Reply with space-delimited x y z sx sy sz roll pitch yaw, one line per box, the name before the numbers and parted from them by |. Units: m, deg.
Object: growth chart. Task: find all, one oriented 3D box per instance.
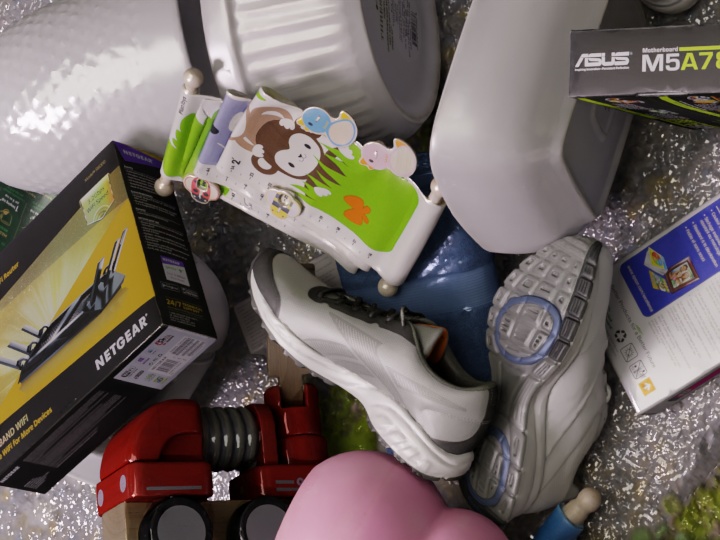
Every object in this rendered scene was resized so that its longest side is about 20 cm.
growth chart | -0.040 -0.060 1.345 0.199 0.018 0.145 26 142 9

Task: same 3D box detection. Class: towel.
towel | 0.046 0.022 1.405 0.111 0.048 0.202 -7 102 25

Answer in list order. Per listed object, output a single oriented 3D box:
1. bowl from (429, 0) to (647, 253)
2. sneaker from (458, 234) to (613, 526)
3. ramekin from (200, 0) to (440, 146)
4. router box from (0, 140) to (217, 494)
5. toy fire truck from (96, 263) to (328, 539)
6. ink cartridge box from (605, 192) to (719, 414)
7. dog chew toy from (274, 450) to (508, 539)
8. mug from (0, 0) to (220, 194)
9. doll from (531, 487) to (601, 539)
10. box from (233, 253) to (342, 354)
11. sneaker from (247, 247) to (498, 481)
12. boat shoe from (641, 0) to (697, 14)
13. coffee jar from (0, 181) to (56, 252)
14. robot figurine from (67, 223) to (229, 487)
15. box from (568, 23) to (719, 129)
bowl | 0.122 -0.117 1.300 0.074 0.200 0.202 13 76 22
sneaker | 0.126 0.069 1.354 0.074 0.086 0.202 39 120 44
ramekin | -0.020 -0.170 1.405 0.104 0.200 0.202 -9 83 20
router box | -0.195 0.034 1.438 0.200 0.052 0.158 -41 51 29
toy fire truck | -0.087 0.107 1.433 0.129 0.174 0.202 146 123 -59
ink cartridge box | 0.239 0.003 1.329 0.199 0.037 0.095 -36 69 27
dog chew toy | 0.044 0.201 1.336 0.199 0.124 0.125 27 102 9
mug | -0.189 -0.143 1.520 0.174 0.201 0.149 -15 123 9
doll | 0.155 0.211 1.360 0.198 0.048 0.138 -3 95 37
box | 0.000 0.000 1.469 0.199 0.039 0.042 -31 72 26
sneaker | 0.010 0.047 1.358 0.200 0.074 0.080 40 112 17
boat shoe | 0.198 -0.271 1.348 0.071 0.068 0.202 8 92 31
coffee jar | -0.268 0.012 1.602 0.104 0.085 0.201 31 102 25
robot figurine | -0.170 0.059 1.525 0.201 0.112 0.170 -57 29 17
box | 0.249 -0.115 1.234 0.191 0.199 0.048 3 90 32
